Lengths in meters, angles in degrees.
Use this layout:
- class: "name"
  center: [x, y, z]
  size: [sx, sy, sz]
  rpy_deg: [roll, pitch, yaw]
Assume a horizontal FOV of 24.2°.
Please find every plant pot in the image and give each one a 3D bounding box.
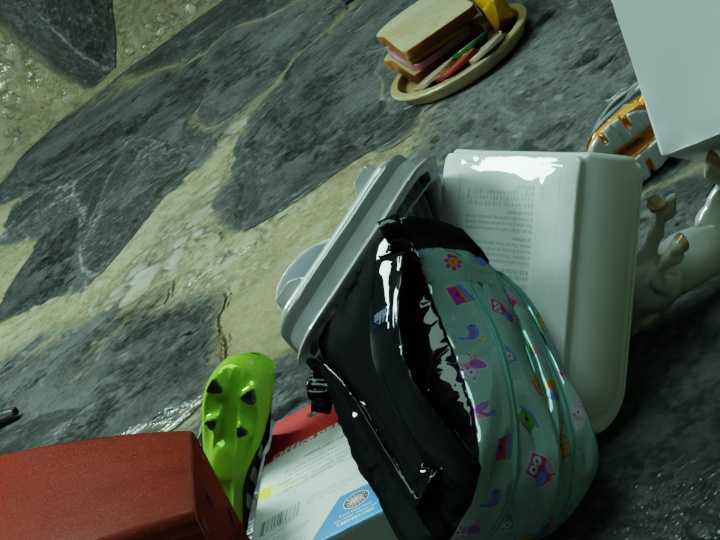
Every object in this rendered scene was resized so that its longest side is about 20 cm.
- class: "plant pot"
  center: [-0.164, 0.223, 1.142]
  size: [0.176, 0.200, 0.200]
  rpy_deg: [-24, 21, 1]

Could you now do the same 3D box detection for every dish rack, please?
- class: "dish rack"
  center: [0.000, 0.000, 1.228]
  size: [0.172, 0.043, 0.200]
  rpy_deg: [-57, -14, -7]

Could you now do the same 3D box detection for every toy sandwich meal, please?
- class: "toy sandwich meal"
  center: [0.102, -0.271, 1.949]
  size: [0.205, 0.070, 0.205]
  rpy_deg: [-30, 21, 13]

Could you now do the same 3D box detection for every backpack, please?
- class: "backpack"
  center: [0.060, 0.083, 1.071]
  size: [0.200, 0.126, 0.167]
  rpy_deg: [65, 146, 38]

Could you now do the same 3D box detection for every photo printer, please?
- class: "photo printer"
  center: [0.118, 0.017, 1.165]
  size: [0.069, 0.201, 0.166]
  rpy_deg: [3, 2, -33]

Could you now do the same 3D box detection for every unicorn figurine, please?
- class: "unicorn figurine"
  center: [0.219, -0.010, 1.182]
  size: [0.200, 0.138, 0.074]
  rpy_deg: [-17, 57, -12]

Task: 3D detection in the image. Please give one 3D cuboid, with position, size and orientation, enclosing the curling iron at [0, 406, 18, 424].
- class: "curling iron"
  center: [-0.464, 0.195, 1.883]
  size: [0.200, 0.026, 0.050]
  rpy_deg: [-23, 44, 17]

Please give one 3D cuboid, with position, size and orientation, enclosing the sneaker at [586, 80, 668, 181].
- class: "sneaker"
  center: [0.271, -0.150, 1.425]
  size: [0.200, 0.078, 0.077]
  rpy_deg: [-33, 15, 7]

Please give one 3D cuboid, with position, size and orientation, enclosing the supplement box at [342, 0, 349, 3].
- class: "supplement box"
  center: [0.018, -0.537, 2.566]
  size: [0.200, 0.134, 0.200]
  rpy_deg: [-31, 21, 10]

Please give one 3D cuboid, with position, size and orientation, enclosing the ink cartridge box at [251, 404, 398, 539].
- class: "ink cartridge box"
  center: [-0.009, 0.159, 1.192]
  size: [0.116, 0.067, 0.200]
  rpy_deg: [-29, 21, 16]

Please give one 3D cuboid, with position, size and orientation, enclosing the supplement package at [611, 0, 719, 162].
- class: "supplement package"
  center: [0.311, -0.175, 1.192]
  size: [0.191, 0.147, 0.200]
  rpy_deg: [-23, -12, 30]

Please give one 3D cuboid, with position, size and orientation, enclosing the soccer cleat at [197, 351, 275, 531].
- class: "soccer cleat"
  center: [-0.102, 0.156, 1.260]
  size: [0.081, 0.067, 0.200]
  rpy_deg: [-29, -43, -73]

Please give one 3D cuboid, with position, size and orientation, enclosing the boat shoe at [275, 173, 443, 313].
- class: "boat shoe"
  center: [0.008, -0.018, 1.572]
  size: [0.200, 0.071, 0.070]
  rpy_deg: [-40, -7, -1]
